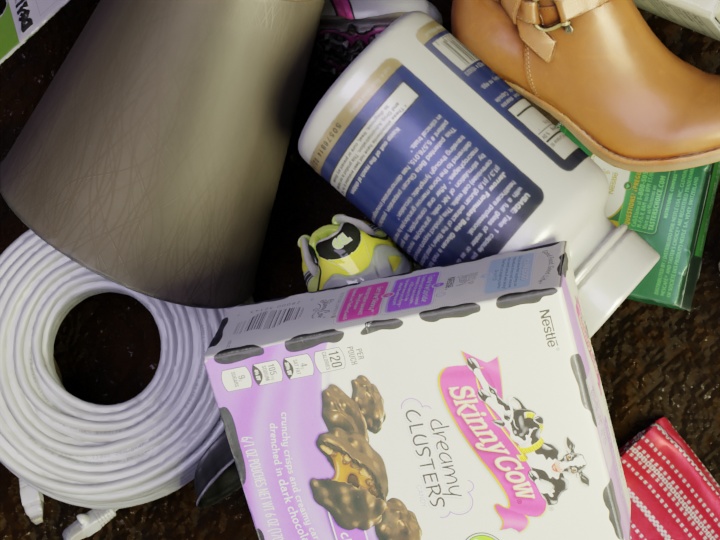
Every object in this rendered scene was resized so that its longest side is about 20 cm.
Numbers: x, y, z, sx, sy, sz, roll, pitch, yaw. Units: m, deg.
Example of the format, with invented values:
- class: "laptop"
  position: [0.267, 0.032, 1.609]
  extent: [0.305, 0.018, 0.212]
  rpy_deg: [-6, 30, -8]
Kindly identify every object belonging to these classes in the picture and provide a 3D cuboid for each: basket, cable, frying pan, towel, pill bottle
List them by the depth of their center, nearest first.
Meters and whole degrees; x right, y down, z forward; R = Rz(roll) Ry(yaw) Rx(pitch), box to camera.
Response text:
- class: "pill bottle"
  position: [0.070, -0.044, 1.212]
  extent: [0.200, 0.111, 0.111]
  rpy_deg: [42, 102, 6]
- class: "basket"
  position: [-0.109, -0.107, 1.283]
  extent: [0.180, 0.136, 0.201]
  rpy_deg: [30, 116, 9]
- class: "towel"
  position: [0.150, 0.205, 1.296]
  extent: [0.200, 0.022, 0.145]
  rpy_deg: [-41, 75, 14]
- class: "frying pan"
  position: [-0.043, 0.085, 1.310]
  extent: [0.031, 0.115, 0.190]
  rpy_deg: [49, 130, 11]
- class: "cable"
  position: [-0.165, 0.053, 1.382]
  extent: [0.199, 0.069, 0.201]
  rpy_deg: [-28, 78, 3]

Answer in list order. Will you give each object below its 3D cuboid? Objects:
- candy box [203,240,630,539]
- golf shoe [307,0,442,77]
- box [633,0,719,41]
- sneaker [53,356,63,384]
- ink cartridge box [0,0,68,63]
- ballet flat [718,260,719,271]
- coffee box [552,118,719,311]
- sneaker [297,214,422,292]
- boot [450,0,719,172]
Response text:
- class: "candy box"
  position: [0.035, 0.090, 1.163]
  extent: [0.199, 0.072, 0.169]
  rpy_deg: [-12, 109, 12]
- class: "golf shoe"
  position: [-0.034, -0.172, 1.351]
  extent: [0.199, 0.073, 0.093]
  rpy_deg: [5, 73, 32]
- class: "box"
  position: [0.149, -0.213, 1.284]
  extent: [0.199, 0.095, 0.078]
  rpy_deg: [26, 93, 19]
- class: "sneaker"
  position: [-0.284, 0.034, 1.458]
  extent: [0.200, 0.076, 0.070]
  rpy_deg: [43, 74, -2]
- class: "ink cartridge box"
  position: [-0.166, -0.209, 1.378]
  extent: [0.200, 0.076, 0.148]
  rpy_deg: [-39, 44, 16]
- class: "ballet flat"
  position: [0.266, 0.064, 1.244]
  extent: [0.069, 0.069, 0.201]
  rpy_deg: [-27, 76, 18]
- class: "coffee box"
  position: [0.119, -0.056, 1.312]
  extent: [0.199, 0.044, 0.124]
  rpy_deg: [12, 89, 21]
- class: "sneaker"
  position: [0.000, 0.000, 1.281]
  extent: [0.075, 0.200, 0.077]
  rpy_deg: [-34, 96, -8]
- class: "boot"
  position: [0.143, -0.145, 1.217]
  extent: [0.199, 0.077, 0.156]
  rpy_deg: [11, 124, 32]
